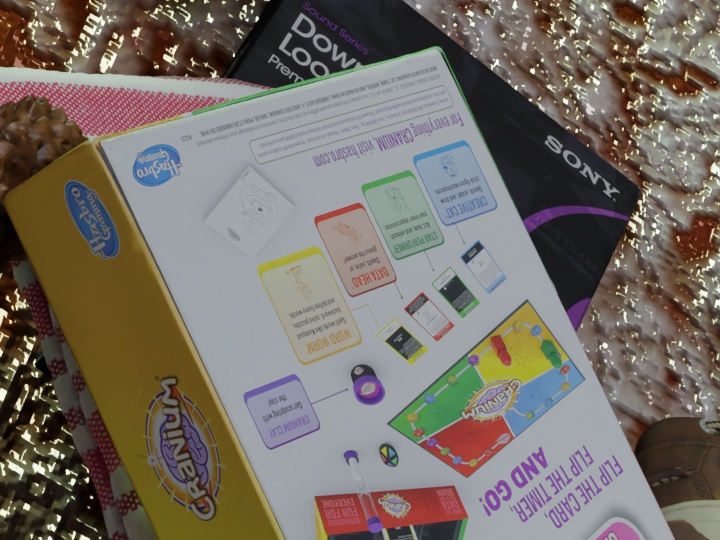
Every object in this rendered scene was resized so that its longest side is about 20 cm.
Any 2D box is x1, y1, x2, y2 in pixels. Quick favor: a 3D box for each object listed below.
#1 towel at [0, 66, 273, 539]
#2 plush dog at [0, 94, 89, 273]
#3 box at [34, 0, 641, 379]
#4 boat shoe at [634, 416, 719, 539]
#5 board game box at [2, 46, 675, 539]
[{"bbox_3d":[-0.034,0.028,0.850,0.146,0.030,0.200,4,54,-45],"label":"towel"},{"bbox_3d":[-0.166,-0.049,0.764,0.160,0.200,0.172,-98,170,-79],"label":"plush dog"},{"bbox_3d":[0.000,0.000,0.949,0.143,0.036,0.200,37,45,-10],"label":"box"},{"bbox_3d":[0.178,0.094,0.990,0.202,0.075,0.075,20,46,-24],"label":"boat shoe"},{"bbox_3d":[0.007,0.048,0.798,0.153,0.040,0.200,-18,82,-50],"label":"board game box"}]
